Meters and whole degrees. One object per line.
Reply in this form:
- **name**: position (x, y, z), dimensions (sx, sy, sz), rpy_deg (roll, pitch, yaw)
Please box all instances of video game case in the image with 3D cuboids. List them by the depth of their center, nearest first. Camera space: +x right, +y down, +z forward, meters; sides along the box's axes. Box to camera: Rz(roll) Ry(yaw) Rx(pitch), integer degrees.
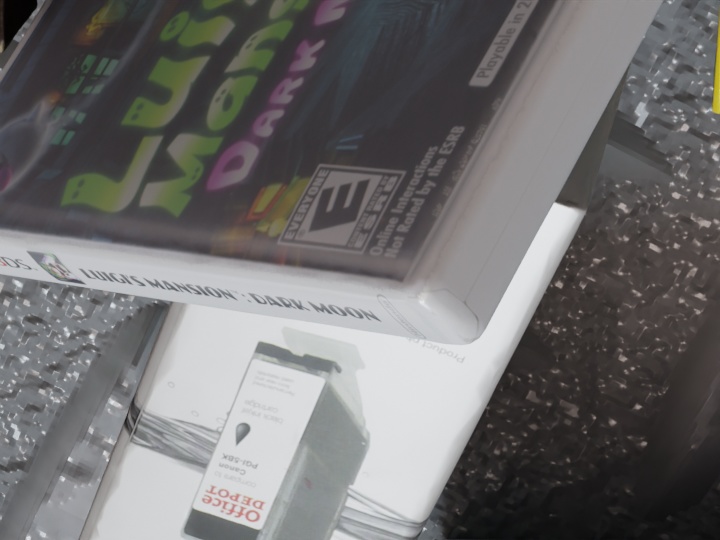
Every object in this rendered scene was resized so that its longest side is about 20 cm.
- **video game case**: position (0.004, -0.080, 0.597), dimensions (0.181, 0.201, 0.023), rpy_deg (7, 152, 50)

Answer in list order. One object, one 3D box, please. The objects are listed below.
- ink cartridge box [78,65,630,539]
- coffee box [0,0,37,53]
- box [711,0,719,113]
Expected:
- **ink cartridge box**: position (0.000, 0.000, 0.726), dimensions (0.082, 0.147, 0.201), rpy_deg (23, 130, -1)
- **coffee box**: position (-0.114, -0.154, 0.618), dimensions (0.079, 0.114, 0.201), rpy_deg (1, 101, -3)
- **box**: position (0.125, -0.132, 0.641), dimensions (0.070, 0.064, 0.201), rpy_deg (8, 126, 13)
